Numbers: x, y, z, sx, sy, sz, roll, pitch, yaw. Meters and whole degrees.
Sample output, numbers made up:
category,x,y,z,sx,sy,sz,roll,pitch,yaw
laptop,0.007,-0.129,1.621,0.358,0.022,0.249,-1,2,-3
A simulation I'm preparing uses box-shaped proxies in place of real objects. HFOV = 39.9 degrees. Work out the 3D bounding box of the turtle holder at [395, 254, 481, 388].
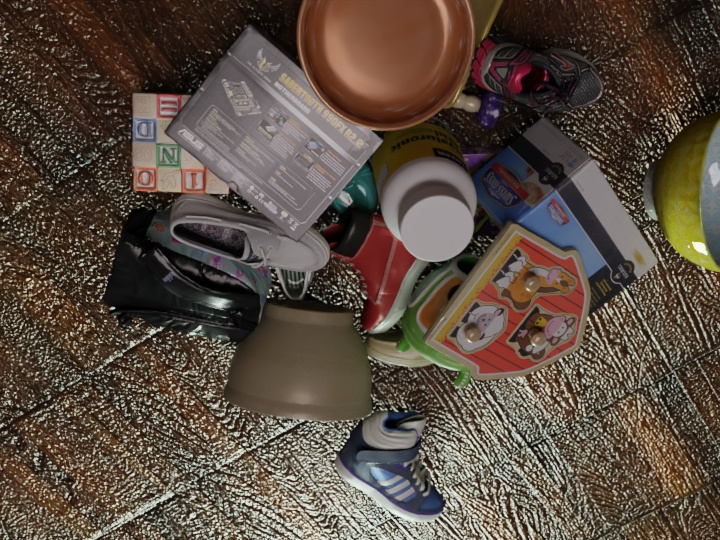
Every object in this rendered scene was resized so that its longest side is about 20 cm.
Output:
category,x,y,z,sx,sy,sz,roll,pitch,yaw
turtle holder,0.142,0.052,1.270,0.185,0.141,0.132,-5,124,-41

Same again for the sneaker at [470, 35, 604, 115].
category,x,y,z,sx,sy,sz,roll,pitch,yaw
sneaker,0.218,-0.217,1.163,0.199,0.075,0.081,-1,118,-39

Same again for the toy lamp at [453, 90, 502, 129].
category,x,y,z,sx,sy,sz,roll,pitch,yaw
toy lamp,0.071,-0.219,1.191,0.199,0.058,0.059,11,120,-11

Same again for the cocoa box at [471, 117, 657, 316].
category,x,y,z,sx,sy,sz,roll,pitch,yaw
cocoa box,0.249,-0.060,1.232,0.131,0.134,0.200,-39,126,6

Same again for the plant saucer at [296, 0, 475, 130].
category,x,y,z,sx,sy,sz,roll,pitch,yaw
plant saucer,0.026,-0.255,1.080,0.199,0.037,0.202,-3,103,-13

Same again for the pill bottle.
category,x,y,z,sx,sy,sz,roll,pitch,yaw
pill bottle,0.075,-0.095,1.150,0.110,0.200,0.112,-3,122,-4

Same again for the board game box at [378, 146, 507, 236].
category,x,y,z,sx,sy,sz,roll,pitch,yaw
board game box,0.123,-0.101,1.284,0.198,0.032,0.121,0,125,-5

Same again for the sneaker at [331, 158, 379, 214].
category,x,y,z,sx,sy,sz,roll,pitch,yaw
sneaker,-0.028,-0.141,1.217,0.077,0.080,0.201,-16,122,6

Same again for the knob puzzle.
category,x,y,z,sx,sy,sz,roll,pitch,yaw
knob puzzle,0.199,0.057,1.181,0.218,0.030,0.221,-9,121,-16

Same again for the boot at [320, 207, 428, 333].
category,x,y,z,sx,sy,sz,roll,pitch,yaw
boot,0.000,0.000,1.289,0.143,0.073,0.201,7,133,-19

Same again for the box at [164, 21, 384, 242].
category,x,y,z,sx,sy,sz,roll,pitch,yaw
box,-0.097,-0.156,1.130,0.200,0.048,0.159,39,102,-10

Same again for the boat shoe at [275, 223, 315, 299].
category,x,y,z,sx,sy,sz,roll,pitch,yaw
boat shoe,-0.087,-0.057,1.270,0.073,0.067,0.201,-10,120,2

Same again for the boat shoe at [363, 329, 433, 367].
category,x,y,z,sx,sy,sz,roll,pitch,yaw
boat shoe,0.103,0.091,1.378,0.198,0.072,0.065,1,111,-7

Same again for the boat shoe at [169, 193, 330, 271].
category,x,y,z,sx,sy,sz,roll,pitch,yaw
boat shoe,-0.133,-0.036,1.193,0.199,0.069,0.072,23,124,-13

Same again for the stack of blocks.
category,x,y,z,sx,sy,sz,roll,pitch,yaw
stack of blocks,-0.169,-0.153,1.189,0.198,0.059,0.116,1,102,-3

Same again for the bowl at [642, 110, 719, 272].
category,x,y,z,sx,sy,sz,roll,pitch,yaw
bowl,0.422,-0.100,1.246,0.107,0.200,0.201,6,134,43

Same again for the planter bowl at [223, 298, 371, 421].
category,x,y,z,sx,sy,sz,roll,pitch,yaw
planter bowl,-0.075,0.111,1.318,0.199,0.200,0.136,7,94,-9

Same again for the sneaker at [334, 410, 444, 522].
category,x,y,z,sx,sy,sz,roll,pitch,yaw
sneaker,0.075,0.284,1.482,0.199,0.081,0.147,31,119,-15

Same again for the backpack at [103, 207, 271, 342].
category,x,y,z,sx,sy,sz,roll,pitch,yaw
backpack,-0.212,0.006,1.263,0.199,0.127,0.167,18,137,-10

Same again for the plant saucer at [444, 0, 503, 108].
category,x,y,z,sx,sy,sz,roll,pitch,yaw
plant saucer,0.054,-0.313,1.118,0.199,0.048,0.201,21,101,-16
